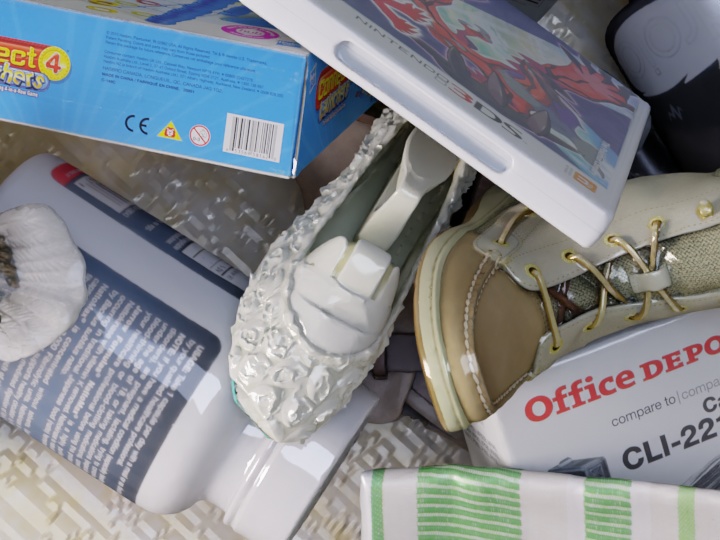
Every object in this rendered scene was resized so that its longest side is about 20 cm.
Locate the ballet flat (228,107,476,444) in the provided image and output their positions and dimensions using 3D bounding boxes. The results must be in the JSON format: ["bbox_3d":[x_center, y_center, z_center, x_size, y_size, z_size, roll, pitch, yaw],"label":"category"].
[{"bbox_3d":[0.002,-0.015,1.125,0.072,0.072,0.200,31,60,-3],"label":"ballet flat"}]

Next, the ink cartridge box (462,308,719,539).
[{"bbox_3d":[0.139,0.109,1.187,0.144,0.084,0.200,-20,105,-10],"label":"ink cartridge box"}]

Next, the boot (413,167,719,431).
[{"bbox_3d":[0.114,0.004,1.093,0.154,0.200,0.072,-6,111,20],"label":"boot"}]

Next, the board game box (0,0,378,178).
[{"bbox_3d":[-0.097,-0.108,1.132,0.200,0.196,0.056,12,108,10],"label":"board game box"}]

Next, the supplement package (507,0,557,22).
[{"bbox_3d":[0.076,-0.253,1.195,0.147,0.200,0.192,24,80,-4],"label":"supplement package"}]

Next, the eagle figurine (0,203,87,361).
[{"bbox_3d":[-0.228,-0.017,1.090,0.152,0.200,0.151,-27,101,-23],"label":"eagle figurine"}]

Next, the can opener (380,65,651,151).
[{"bbox_3d":[0.048,-0.098,1.237,0.200,0.053,0.067,24,102,4],"label":"can opener"}]

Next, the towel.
[{"bbox_3d":[0.096,0.164,1.131,0.200,0.023,0.153,5,111,17],"label":"towel"}]

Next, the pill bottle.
[{"bbox_3d":[-0.099,0.045,1.166,0.200,0.120,0.120,33,80,4],"label":"pill bottle"}]

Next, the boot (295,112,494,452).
[{"bbox_3d":[0.000,0.000,1.224,0.200,0.070,0.147,20,89,2],"label":"boot"}]

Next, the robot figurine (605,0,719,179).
[{"bbox_3d":[0.202,-0.100,1.234,0.125,0.150,0.200,-30,87,-31],"label":"robot figurine"}]

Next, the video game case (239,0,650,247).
[{"bbox_3d":[0.045,-0.097,1.104,0.182,0.200,0.023,36,110,-1],"label":"video game case"}]
